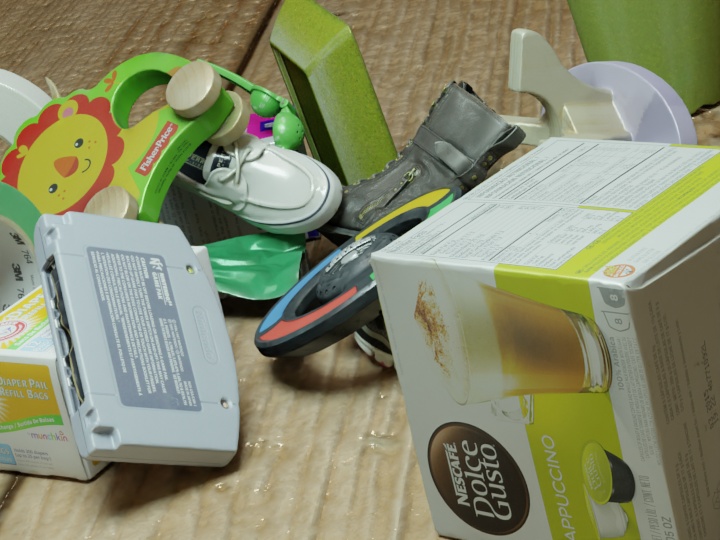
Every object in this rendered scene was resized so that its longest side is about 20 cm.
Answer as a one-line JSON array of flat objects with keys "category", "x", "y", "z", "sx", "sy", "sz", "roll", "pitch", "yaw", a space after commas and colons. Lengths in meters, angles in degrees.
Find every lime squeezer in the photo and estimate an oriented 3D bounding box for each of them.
[{"category": "lime squeezer", "x": -0.087, "y": -0.129, "z": 1.783, "sx": 0.071, "sy": 0.038, "sz": 0.201, "roll": -39, "pitch": 54, "yaw": 22}]

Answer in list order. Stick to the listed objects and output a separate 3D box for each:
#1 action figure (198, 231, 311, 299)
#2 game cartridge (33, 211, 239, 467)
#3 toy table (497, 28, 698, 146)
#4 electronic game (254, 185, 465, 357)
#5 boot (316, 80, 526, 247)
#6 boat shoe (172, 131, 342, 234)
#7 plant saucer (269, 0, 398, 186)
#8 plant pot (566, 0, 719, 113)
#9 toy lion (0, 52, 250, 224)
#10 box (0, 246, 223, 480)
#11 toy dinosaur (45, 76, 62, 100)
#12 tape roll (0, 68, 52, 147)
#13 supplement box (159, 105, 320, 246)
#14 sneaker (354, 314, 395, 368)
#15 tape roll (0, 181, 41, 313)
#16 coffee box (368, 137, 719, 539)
[{"category": "action figure", "x": -0.143, "y": 0.008, "z": 1.715, "sx": 0.199, "sy": 0.055, "sz": 0.118, "roll": -5, "pitch": 24, "yaw": 9}, {"category": "game cartridge", "x": -0.157, "y": 0.051, "z": 1.450, "sx": 0.132, "sy": 0.041, "sz": 0.201, "roll": 5, "pitch": 53, "yaw": -32}, {"category": "toy table", "x": 0.176, "y": -0.111, "z": 1.693, "sx": 0.116, "sy": 0.185, "sz": 0.200, "roll": -5, "pitch": 4, "yaw": -28}, {"category": "electronic game", "x": 0.000, "y": 0.000, "z": 1.548, "sx": 0.200, "sy": 0.042, "sz": 0.200, "roll": -35, "pitch": 11, "yaw": 8}, {"category": "boot", "x": 0.042, "y": -0.085, "z": 1.704, "sx": 0.175, "sy": 0.069, "sz": 0.200, "roll": -56, "pitch": 41, "yaw": -1}, {"category": "boat shoe", "x": -0.107, "y": -0.088, "z": 1.712, "sx": 0.199, "sy": 0.072, "sz": 0.066, "roll": 25, "pitch": -4, "yaw": 34}, {"category": "plant saucer", "x": -0.023, "y": -0.142, "z": 1.831, "sx": 0.048, "sy": 0.201, "sz": 0.200, "roll": -25, "pitch": 23, "yaw": -8}, {"category": "plant pot", "x": 0.281, "y": -0.250, "z": 1.935, "sx": 0.199, "sy": 0.191, "sz": 0.200, "roll": -11, "pitch": 21, "yaw": 4}, {"category": "toy lion", "x": -0.215, "y": -0.099, "z": 1.699, "sx": 0.191, "sy": 0.069, "sz": 0.201, "roll": 26, "pitch": 79, "yaw": 40}, {"category": "box", "x": -0.203, "y": 0.065, "z": 1.540, "sx": 0.112, "sy": 0.102, "sz": 0.200, "roll": 1, "pitch": 25, "yaw": 31}, {"category": "toy dinosaur", "x": -0.244, "y": -0.070, "z": 1.764, "sx": 0.100, "sy": 0.201, "sz": 0.058, "roll": -1, "pitch": 6, "yaw": 15}, {"category": "tape roll", "x": -0.357, "y": -0.090, "z": 1.880, "sx": 0.201, "sy": 0.204, "sz": 0.037, "roll": -9, "pitch": 21, "yaw": 10}, {"category": "supplement box", "x": -0.145, "y": -0.072, "z": 1.851, "sx": 0.199, "sy": 0.104, "sz": 0.101, "roll": -13, "pitch": 23, "yaw": 2}, {"category": "sneaker", "x": 0.072, "y": 0.029, "z": 1.497, "sx": 0.199, "sy": 0.088, "sz": 0.074, "roll": 8, "pitch": 29, "yaw": 43}, {"category": "tape roll", "x": -0.304, "y": 0.030, "z": 1.547, "sx": 0.048, "sy": 0.202, "sz": 0.200, "roll": 1, "pitch": 25, "yaw": 28}, {"category": "coffee box", "x": 0.155, "y": 0.048, "z": 1.250, "sx": 0.197, "sy": 0.201, "sz": 0.200, "roll": 6, "pitch": 29, "yaw": 41}]
